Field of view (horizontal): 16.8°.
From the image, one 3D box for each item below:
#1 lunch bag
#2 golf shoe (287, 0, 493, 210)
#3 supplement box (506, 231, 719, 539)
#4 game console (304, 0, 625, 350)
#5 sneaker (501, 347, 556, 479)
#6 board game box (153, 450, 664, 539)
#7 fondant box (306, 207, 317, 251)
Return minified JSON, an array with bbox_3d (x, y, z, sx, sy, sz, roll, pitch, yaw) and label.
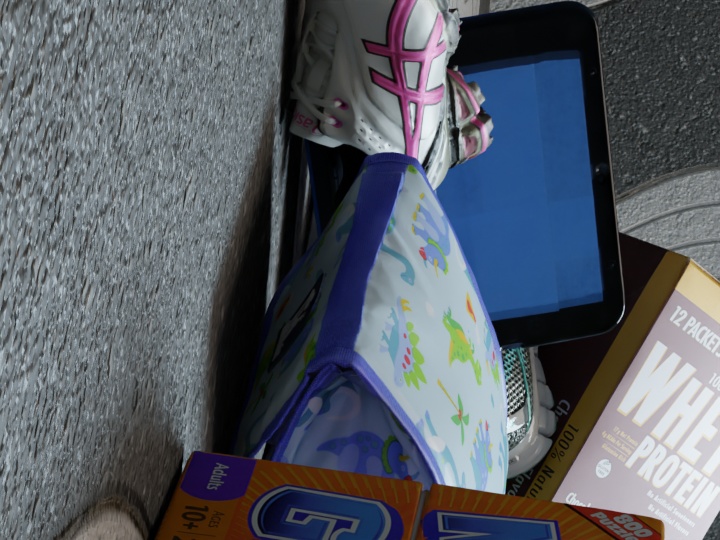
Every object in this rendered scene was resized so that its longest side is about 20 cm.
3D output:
[{"bbox_3d":[0.006,0.068,1.181,0.170,0.127,0.200,-76,168,-52],"label":"lunch bag"},{"bbox_3d":[0.003,-0.101,1.197,0.092,0.073,0.200,-39,139,-15],"label":"golf shoe"},{"bbox_3d":[0.137,0.081,1.566,0.200,0.133,0.197,23,-100,53],"label":"supplement box"},{"bbox_3d":[0.060,-0.032,1.338,0.171,0.118,0.200,-42,128,-61],"label":"game console"},{"bbox_3d":[0.067,0.022,1.471,0.091,0.078,0.200,36,38,-55],"label":"sneaker"},{"bbox_3d":[0.005,0.214,0.953,0.200,0.200,0.200,-73,170,-68],"label":"board game box"},{"bbox_3d":[0.000,0.000,1.468,0.144,0.058,0.200,77,20,-78],"label":"fondant box"}]
